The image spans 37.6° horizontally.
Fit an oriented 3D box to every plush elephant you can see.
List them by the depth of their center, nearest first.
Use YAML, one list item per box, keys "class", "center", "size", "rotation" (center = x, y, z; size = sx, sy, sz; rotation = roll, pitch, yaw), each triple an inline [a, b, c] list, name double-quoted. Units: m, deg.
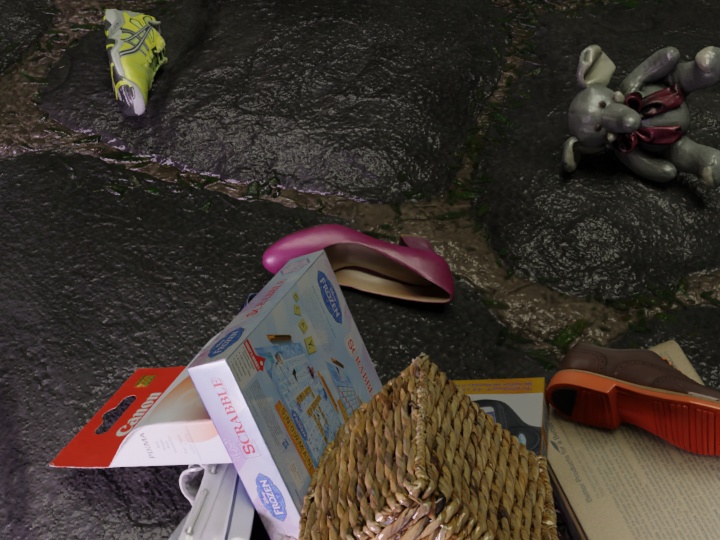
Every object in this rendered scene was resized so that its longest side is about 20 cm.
- class: "plush elephant"
  center: [0.322, -0.186, 1.273]
  size: [0.154, 0.166, 0.200]
  rotation: [-10, 17, -32]

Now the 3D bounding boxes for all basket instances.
- class: "basket"
  center: [0.049, 0.189, 0.785]
  size: [0.149, 0.143, 0.200]
  rotation: [42, 19, -13]

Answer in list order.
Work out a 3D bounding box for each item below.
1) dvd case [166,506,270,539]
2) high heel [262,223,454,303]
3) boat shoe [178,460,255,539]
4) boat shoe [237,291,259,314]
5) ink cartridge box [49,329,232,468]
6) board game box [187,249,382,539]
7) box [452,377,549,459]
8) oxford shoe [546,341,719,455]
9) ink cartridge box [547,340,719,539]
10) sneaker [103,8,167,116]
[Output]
- class: "dvd case"
  center: [-0.055, 0.242, 0.883]
  size: [0.199, 0.025, 0.150]
  rotation: [17, 29, 12]
- class: "high heel"
  center: [0.000, 0.000, 1.116]
  size: [0.198, 0.068, 0.096]
  rotation: [-5, 36, -15]
- class: "boat shoe"
  center: [-0.118, 0.173, 0.884]
  size: [0.065, 0.074, 0.200]
  rotation: [10, 27, -6]
- class: "boat shoe"
  center: [-0.079, 0.105, 1.011]
  size: [0.084, 0.069, 0.200]
  rotation: [-22, 52, -24]
- class: "ink cartridge box"
  center: [-0.163, 0.106, 0.938]
  size: [0.199, 0.050, 0.162]
  rotation: [-5, 27, 25]
- class: "board game box"
  center: [-0.045, 0.115, 0.892]
  size: [0.041, 0.201, 0.200]
  rotation: [-14, 18, 27]
- class: "box"
  center: [0.097, 0.179, 0.899]
  size: [0.118, 0.042, 0.201]
  rotation: [-4, 42, 16]
- class: "oxford shoe"
  center: [0.264, 0.102, 0.906]
  size: [0.199, 0.071, 0.073]
  rotation: [13, 50, 24]
- class: "ink cartridge box"
  center: [0.254, 0.182, 0.937]
  size: [0.164, 0.075, 0.201]
  rotation: [-22, 51, -1]
- class: "sneaker"
  center: [-0.285, -0.275, 1.353]
  size: [0.076, 0.076, 0.201]
  rotation: [-7, 49, -11]
